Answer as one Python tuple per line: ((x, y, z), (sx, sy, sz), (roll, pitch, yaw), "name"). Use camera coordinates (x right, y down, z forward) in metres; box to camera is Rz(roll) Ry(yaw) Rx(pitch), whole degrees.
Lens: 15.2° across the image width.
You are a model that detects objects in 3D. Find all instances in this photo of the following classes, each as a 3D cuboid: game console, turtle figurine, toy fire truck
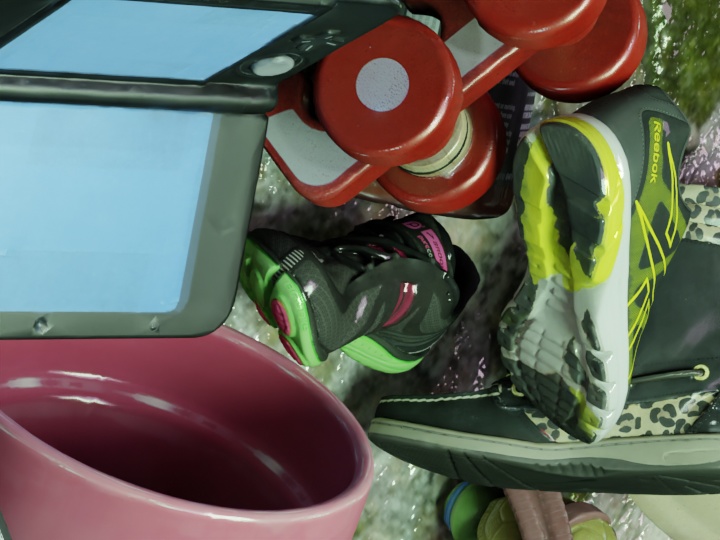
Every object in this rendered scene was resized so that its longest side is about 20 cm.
((-0.099, -0.048, 1.109), (0.200, 0.176, 0.117), (0, 75, -37), "game console")
((0.119, 0.202, 1.445), (0.144, 0.194, 0.201), (16, 95, -47), "turtle figurine")
((0.025, -0.132, 1.227), (0.200, 0.168, 0.112), (-38, 160, 6), "toy fire truck")

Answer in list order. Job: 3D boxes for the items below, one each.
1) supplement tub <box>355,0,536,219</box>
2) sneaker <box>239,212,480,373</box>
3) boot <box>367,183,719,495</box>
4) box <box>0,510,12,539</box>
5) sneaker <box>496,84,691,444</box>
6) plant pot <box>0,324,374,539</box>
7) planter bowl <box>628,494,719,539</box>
((0.042, -0.131, 1.322), (0.107, 0.107, 0.201), (5, 100, -44), "supplement tub")
((0.000, 0.000, 1.309), (0.084, 0.077, 0.200), (-40, 165, 15), "sneaker")
((0.111, 0.034, 1.389), (0.073, 0.203, 0.154), (48, 47, -67), "boot")
((-0.243, 0.120, 1.082), (0.050, 0.199, 0.158), (-87, 162, -58), "box")
((0.120, -0.001, 1.271), (0.085, 0.074, 0.200), (-32, 144, -30), "sneaker")
((-0.113, 0.131, 1.212), (0.200, 0.200, 0.179), (-2, 120, -43), "plant pot")
((0.226, 0.041, 1.473), (0.200, 0.135, 0.201), (28, 50, -40), "planter bowl")
